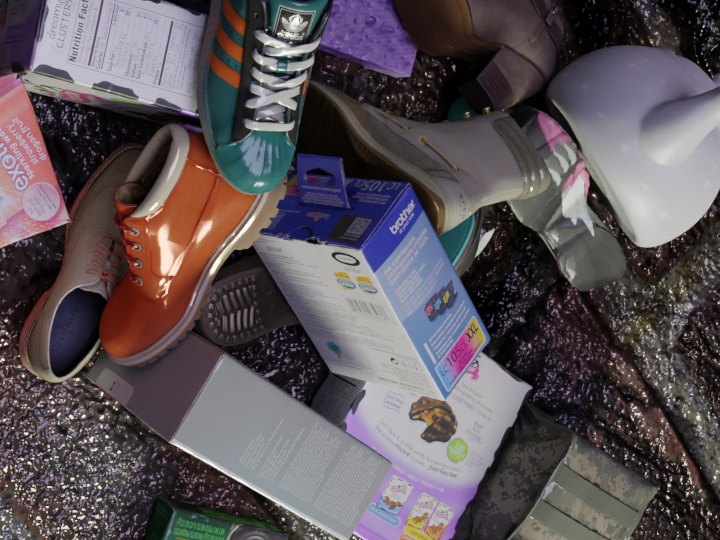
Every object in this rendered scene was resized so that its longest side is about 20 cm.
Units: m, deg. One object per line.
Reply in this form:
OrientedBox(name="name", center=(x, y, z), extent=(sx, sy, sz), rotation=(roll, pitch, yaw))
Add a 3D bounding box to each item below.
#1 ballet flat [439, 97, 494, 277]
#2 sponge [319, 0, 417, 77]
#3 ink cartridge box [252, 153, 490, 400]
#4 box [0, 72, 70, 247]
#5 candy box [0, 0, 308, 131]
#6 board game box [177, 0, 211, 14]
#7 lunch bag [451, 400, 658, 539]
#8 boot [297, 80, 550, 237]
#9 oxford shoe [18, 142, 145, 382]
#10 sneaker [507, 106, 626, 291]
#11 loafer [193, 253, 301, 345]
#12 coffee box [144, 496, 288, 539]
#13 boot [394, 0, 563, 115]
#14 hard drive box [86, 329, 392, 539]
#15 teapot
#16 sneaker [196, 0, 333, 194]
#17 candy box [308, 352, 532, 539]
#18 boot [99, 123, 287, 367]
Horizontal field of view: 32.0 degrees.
OrientedBox(name="ballet flat", center=(0.095, -0.058, 1.142), extent=(0.068, 0.067, 0.203), rotation=(26, 80, -51))
OrientedBox(name="sponge", center=(0.017, -0.281, 1.086), extent=(0.110, 0.030, 0.203), rotation=(13, 91, -31))
OrientedBox(name="ink cartridge box", center=(0.000, 0.000, 0.988), extent=(0.077, 0.135, 0.201), rotation=(-52, 130, -27))
OrientedBox(name="box", center=(-0.280, -0.075, 0.854), extent=(0.094, 0.199, 0.104), rotation=(-22, 109, -24))
OrientedBox(name="candy box", center=(-0.161, -0.153, 0.918), extent=(0.198, 0.167, 0.073), rotation=(12, 91, -29))
OrientedBox(name="board game box", center=(-0.105, -0.269, 0.929), extent=(0.036, 0.200, 0.154), rotation=(9, 94, 1))
OrientedBox(name="lunch bag", center=(0.165, 0.247, 1.202), extent=(0.163, 0.117, 0.201), rotation=(34, 88, -38))
OrientedBox(name="boot", center=(0.048, -0.107, 1.062), extent=(0.153, 0.200, 0.073), rotation=(-21, 138, -37))
OrientedBox(name="oxford shoe", center=(-0.200, -0.003, 0.983), extent=(0.070, 0.074, 0.202), rotation=(23, 86, -27))
OrientedBox(name="sneaker", center=(0.176, -0.071, 1.179), extent=(0.080, 0.087, 0.201), rotation=(-27, 123, 4))
OrientedBox(name="loafer", center=(-0.070, 0.012, 1.066), extent=(0.198, 0.068, 0.077), rotation=(-11, 106, -44))
OrientedBox(name="coffee box", center=(-0.147, 0.307, 1.082), extent=(0.122, 0.044, 0.203), rotation=(20, 88, -30))
OrientedBox(name="boot", center=(0.109, -0.239, 1.112), extent=(0.147, 0.070, 0.201), rotation=(-52, 123, -36))
OrientedBox(name="hard drive box", center=(-0.096, 0.119, 1.002), extent=(0.199, 0.155, 0.077), rotation=(38, 81, -36))
OrientedBox(name="teapot", center=(0.269, -0.130, 1.137), extent=(0.145, 0.201, 0.198), rotation=(-33, 139, 5))
OrientedBox(name="sneaker", center=(-0.061, -0.150, 0.823), extent=(0.070, 0.080, 0.203), rotation=(-1, 97, -29))
OrientedBox(name="candy box", center=(0.039, 0.147, 1.144), extent=(0.167, 0.071, 0.202), rotation=(35, 82, -29))
OrientedBox(name="boot", center=(-0.151, -0.018, 0.907), extent=(0.106, 0.075, 0.201), rotation=(19, 115, -43))
